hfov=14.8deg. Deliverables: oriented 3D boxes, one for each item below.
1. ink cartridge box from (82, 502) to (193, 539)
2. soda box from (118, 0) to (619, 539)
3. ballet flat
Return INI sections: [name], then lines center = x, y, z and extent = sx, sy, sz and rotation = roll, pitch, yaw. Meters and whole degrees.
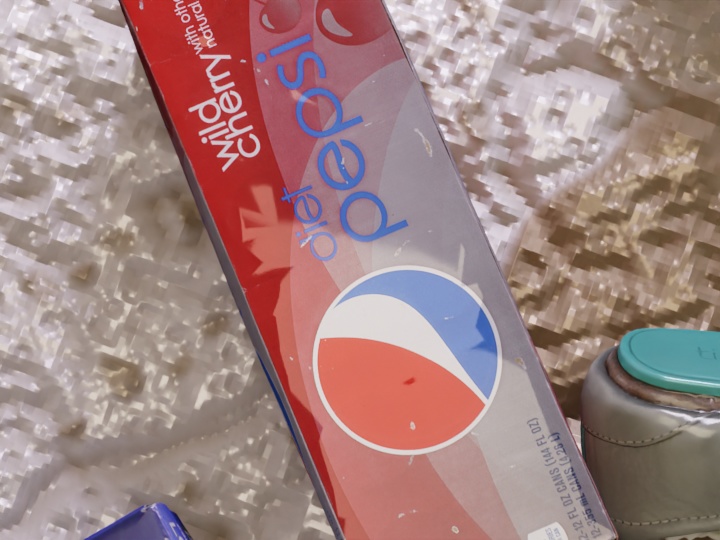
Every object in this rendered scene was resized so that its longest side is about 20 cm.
[ink cartridge box]
center = -0.078, 0.154, 0.744
extent = 0.199, 0.076, 0.137
rotation = -30, 83, -4
[soda box]
center = 0.000, 0.000, 0.756
extent = 0.070, 0.063, 0.201
rotation = -22, 76, -1
[ballet flat]
center = 0.159, 0.052, 0.763
extent = 0.198, 0.067, 0.064
rotation = 2, 110, 3
